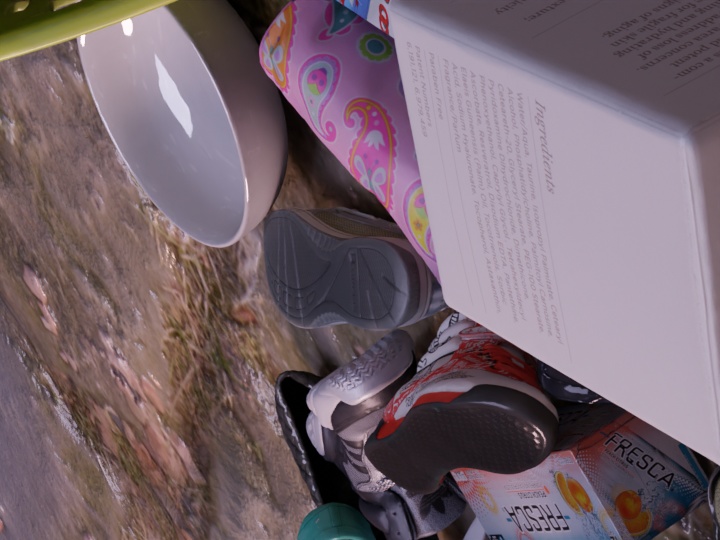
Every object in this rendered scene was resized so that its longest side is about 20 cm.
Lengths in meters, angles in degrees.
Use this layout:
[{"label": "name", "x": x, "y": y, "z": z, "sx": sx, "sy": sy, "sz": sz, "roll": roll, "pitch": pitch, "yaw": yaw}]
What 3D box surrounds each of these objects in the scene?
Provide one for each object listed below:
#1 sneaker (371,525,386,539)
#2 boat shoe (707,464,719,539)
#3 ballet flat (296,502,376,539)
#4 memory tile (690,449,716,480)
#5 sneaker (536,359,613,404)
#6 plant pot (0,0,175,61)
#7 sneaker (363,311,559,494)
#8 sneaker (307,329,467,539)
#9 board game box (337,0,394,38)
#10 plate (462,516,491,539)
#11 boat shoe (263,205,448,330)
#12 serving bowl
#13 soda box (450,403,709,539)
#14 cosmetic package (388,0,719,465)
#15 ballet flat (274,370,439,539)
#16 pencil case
[{"label": "sneaker", "x": 0.023, "y": 0.265, "z": 1.724, "sx": 0.075, "sy": 0.081, "sz": 0.200, "roll": 9, "pitch": 123, "yaw": 56}, {"label": "boat shoe", "x": 0.206, "y": 0.113, "z": 1.231, "sx": 0.072, "sy": 0.066, "sz": 0.201, "roll": 44, "pitch": 151, "yaw": 20}, {"label": "ballet flat", "x": -0.007, "y": 0.255, "z": 1.604, "sx": 0.070, "sy": 0.067, "sz": 0.200, "roll": -118, "pitch": 18, "yaw": -82}, {"label": "memory tile", "x": 0.159, "y": 0.016, "z": 1.283, "sx": 0.153, "sy": 0.017, "sz": 0.200, "roll": 50, "pitch": 153, "yaw": 23}, {"label": "sneaker", "x": 0.102, "y": -0.003, "z": 1.260, "sx": 0.200, "sy": 0.075, "sz": 0.114, "roll": 47, "pitch": 149, "yaw": 24}, {"label": "plant pot", "x": -0.204, "y": -0.255, "z": 1.453, "sx": 0.182, "sy": 0.199, "sz": 0.200, "roll": -109, "pitch": 1, "yaw": -67}, {"label": "sneaker", "x": 0.073, "y": 0.060, "z": 1.368, "sx": 0.067, "sy": 0.108, "sz": 0.201, "roll": 38, "pitch": 158, "yaw": -8}, {"label": "sneaker", "x": 0.026, "y": 0.110, "z": 1.537, "sx": 0.114, "sy": 0.075, "sz": 0.200, "roll": 53, "pitch": 168, "yaw": 9}, {"label": "board game box", "x": -0.010, "y": -0.241, "z": 1.288, "sx": 0.196, "sy": 0.056, "sz": 0.200, "roll": 37, "pitch": 146, "yaw": 41}, {"label": "plate", "x": 0.061, "y": 0.256, "z": 1.541, "sx": 0.032, "sy": 0.200, "sz": 0.200, "roll": 16, "pitch": 158, "yaw": 1}, {"label": "boat shoe", "x": 0.000, "y": -0.002, "z": 1.510, "sx": 0.202, "sy": 0.065, "sz": 0.074, "roll": 7, "pitch": 101, "yaw": 60}, {"label": "serving bowl", "x": -0.107, "y": -0.119, "z": 1.586, "sx": 0.200, "sy": 0.066, "sz": 0.200, "roll": 43, "pitch": 150, "yaw": 33}, {"label": "soda box", "x": 0.121, "y": 0.118, "z": 1.378, "sx": 0.068, "sy": 0.064, "sz": 0.200, "roll": 60, "pitch": 162, "yaw": -4}, {"label": "cosmetic package", "x": 0.144, "y": -0.052, "z": 1.060, "sx": 0.200, "sy": 0.167, "sz": 0.166, "roll": 31, "pitch": 141, "yaw": 48}, {"label": "ballet flat", "x": -0.007, "y": 0.153, "z": 1.659, "sx": 0.200, "sy": 0.066, "sz": 0.057, "roll": 55, "pitch": -171, "yaw": 28}, {"label": "pencil case", "x": 0.026, "y": -0.079, "z": 1.360, "sx": 0.200, "sy": 0.087, "sz": 0.087, "roll": 52, "pitch": 154, "yaw": 21}]
